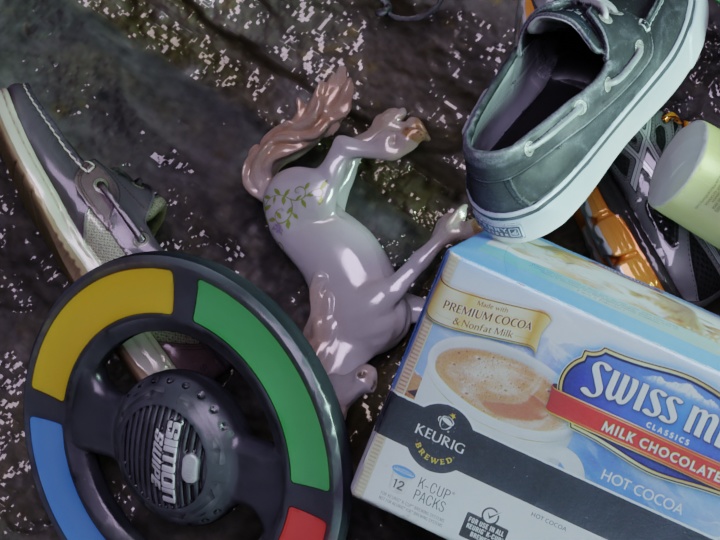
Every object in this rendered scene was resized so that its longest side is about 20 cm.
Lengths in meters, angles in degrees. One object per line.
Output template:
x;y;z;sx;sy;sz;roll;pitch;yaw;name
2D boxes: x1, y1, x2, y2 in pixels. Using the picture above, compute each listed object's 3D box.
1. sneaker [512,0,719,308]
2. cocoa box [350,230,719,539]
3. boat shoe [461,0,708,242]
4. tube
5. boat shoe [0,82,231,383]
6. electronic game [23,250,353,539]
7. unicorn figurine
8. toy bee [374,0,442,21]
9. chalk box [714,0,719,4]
0.139;-0.064;1.204;0.077;0.078;0.200;-24;81;-4;sneaker
0.120;0.077;1.101;0.200;0.133;0.132;24;103;11;cocoa box
0.108;-0.105;1.121;0.072;0.068;0.200;15;54;36;boat shoe
0.239;-0.006;1.162;0.200;0.052;0.058;28;116;-15;tube
-0.131;-0.020;1.213;0.065;0.072;0.200;-30;75;-11;boat shoe
-0.089;0.089;1.133;0.200;0.042;0.201;9;107;32;electronic game
0.000;0.000;1.199;0.137;0.074;0.200;-32;57;4;unicorn figurine
-0.047;-0.225;1.241;0.200;0.109;0.131;25;102;29;toy bee
0.271;-0.123;1.185;0.200;0.124;0.125;31;78;15;chalk box
